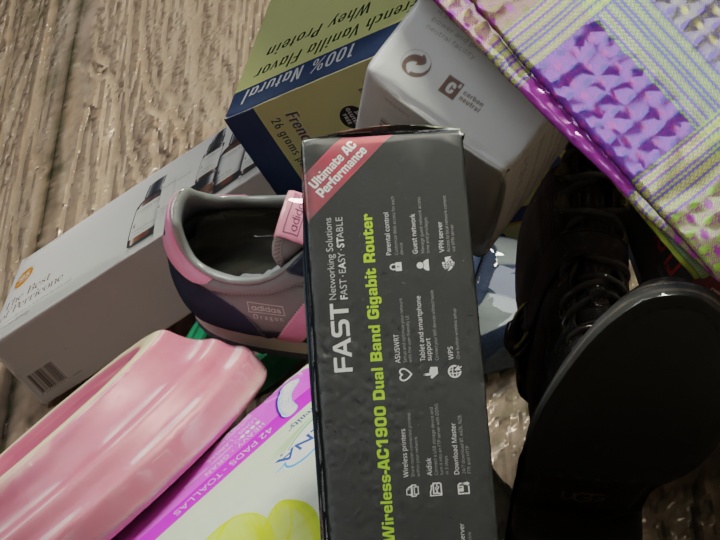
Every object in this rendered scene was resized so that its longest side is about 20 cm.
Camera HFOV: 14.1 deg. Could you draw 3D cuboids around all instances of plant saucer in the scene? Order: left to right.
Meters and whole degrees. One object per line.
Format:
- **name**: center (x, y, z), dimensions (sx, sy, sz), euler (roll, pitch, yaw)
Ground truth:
- **plant saucer**: center (-0.132, 0.094, 1.332), dimensions (0.200, 0.051, 0.201), euler (-40, 6, 5)

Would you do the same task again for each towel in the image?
- **towel**: center (0.115, -0.106, 1.053), dimensions (0.144, 0.023, 0.200), euler (-41, 66, -1)

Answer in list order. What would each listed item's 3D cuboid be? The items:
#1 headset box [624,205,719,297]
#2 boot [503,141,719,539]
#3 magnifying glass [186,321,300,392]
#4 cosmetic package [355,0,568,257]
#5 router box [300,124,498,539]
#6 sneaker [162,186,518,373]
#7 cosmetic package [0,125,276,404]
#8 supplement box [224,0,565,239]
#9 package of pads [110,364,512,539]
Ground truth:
- **headset box**: center (0.179, -0.064, 1.192), dimensions (0.200, 0.075, 0.149), euler (-50, 30, 26)
- **boot**: center (0.089, 0.016, 1.133), dimensions (0.200, 0.069, 0.175), euler (111, 165, -49)
- **magnifying glass**: center (-0.040, -0.004, 1.491), dimensions (0.079, 0.022, 0.200), euler (-20, 33, 30)
- **cosmetic package**: center (0.081, -0.113, 1.148), dimensions (0.200, 0.074, 0.102), euler (-52, -8, -17)
- **router box**: center (0.013, 0.067, 1.081), dimensions (0.062, 0.150, 0.201), euler (-3, 67, -1)
- **sneaker**: center (0.000, 0.000, 1.321), dimensions (0.199, 0.082, 0.070), euler (1, 56, 23)
- **cosmetic package**: center (-0.101, -0.014, 1.510), dimensions (0.200, 0.051, 0.083), euler (-32, 23, 27)
- **supplement box**: center (0.068, -0.112, 1.408), dimensions (0.199, 0.134, 0.200), euler (-21, 30, 27)
- **package of pads**: center (-0.040, 0.135, 1.214), dimensions (0.200, 0.068, 0.154), euler (-43, 27, -12)
